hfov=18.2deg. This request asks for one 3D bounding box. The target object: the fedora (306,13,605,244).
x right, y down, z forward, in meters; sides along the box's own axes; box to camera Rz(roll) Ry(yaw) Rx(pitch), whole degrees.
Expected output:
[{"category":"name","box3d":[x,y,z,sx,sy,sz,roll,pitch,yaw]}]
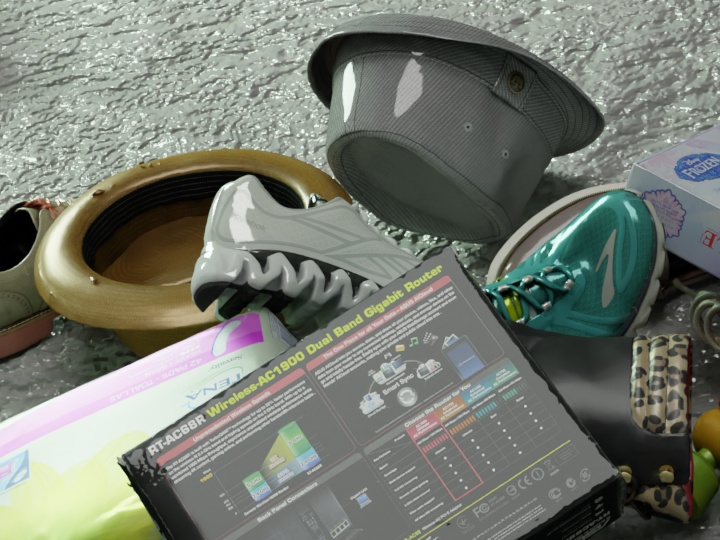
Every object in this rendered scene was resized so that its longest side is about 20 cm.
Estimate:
[{"category":"fedora","box3d":[0.052,-0.077,1.410,0.176,0.200,0.091,-6,61,40]}]

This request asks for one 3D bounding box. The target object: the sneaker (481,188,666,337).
[{"category":"sneaker","box3d":[0.087,0.033,1.235,0.200,0.080,0.078,-45,51,14]}]

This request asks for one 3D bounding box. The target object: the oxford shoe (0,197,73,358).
[{"category":"oxford shoe","box3d":[-0.185,-0.018,1.444,0.200,0.075,0.070,-36,42,-30]}]

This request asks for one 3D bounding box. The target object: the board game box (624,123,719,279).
[{"category":"board game box","box3d":[0.278,-0.023,1.277,0.199,0.041,0.200,31,31,26]}]

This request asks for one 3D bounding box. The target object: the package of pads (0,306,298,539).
[{"category":"package of pads","box3d":[-0.116,0.118,1.216,0.199,0.068,0.155,-25,35,8]}]

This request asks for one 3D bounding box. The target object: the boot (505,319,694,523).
[{"category":"boot","box3d":[0.094,0.116,1.147,0.150,0.073,0.201,1,68,10]}]

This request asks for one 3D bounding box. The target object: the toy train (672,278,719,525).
[{"category":"toy train","box3d":[0.199,0.086,1.216,0.116,0.085,0.200,-40,44,-14]}]

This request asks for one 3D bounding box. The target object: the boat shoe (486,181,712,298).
[{"category":"boat shoe","box3d":[0.172,-0.014,1.357,0.199,0.072,0.060,-20,34,-21]}]

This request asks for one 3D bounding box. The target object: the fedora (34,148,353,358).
[{"category":"fedora","box3d":[-0.098,0.002,1.390,0.200,0.082,0.201,-7,37,5]}]

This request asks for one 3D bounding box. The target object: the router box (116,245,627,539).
[{"category":"router box","box3d":[0.006,0.104,1.088,0.200,0.062,0.150,-32,65,-8]}]

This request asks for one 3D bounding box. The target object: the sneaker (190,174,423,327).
[{"category":"sneaker","box3d":[0.000,0.000,1.298,0.199,0.075,0.081,16,62,-26]}]
